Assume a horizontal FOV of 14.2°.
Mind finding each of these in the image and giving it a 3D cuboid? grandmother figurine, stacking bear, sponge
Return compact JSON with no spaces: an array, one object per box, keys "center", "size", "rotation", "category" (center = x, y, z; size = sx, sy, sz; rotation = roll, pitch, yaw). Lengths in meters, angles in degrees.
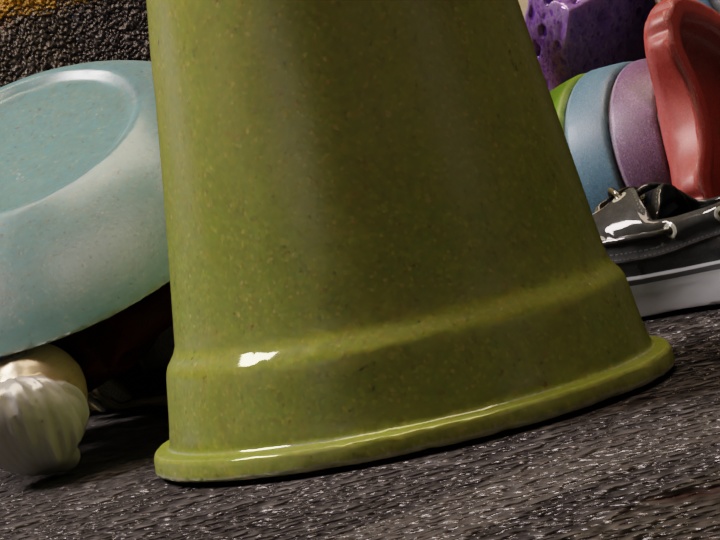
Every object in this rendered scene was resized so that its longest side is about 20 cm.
[{"center":[-0.103,0.016,1.190],"size":[0.121,0.061,0.200],"rotation":[-38,9,41],"category":"grandmother figurine"},{"center":[0.103,-0.038,1.398],"size":[0.199,0.122,0.114],"rotation":[-20,-17,34],"category":"stacking bear"},{"center":[0.155,-0.128,1.498],"size":[0.030,0.112,0.200],"rotation":[32,45,31],"category":"sponge"}]

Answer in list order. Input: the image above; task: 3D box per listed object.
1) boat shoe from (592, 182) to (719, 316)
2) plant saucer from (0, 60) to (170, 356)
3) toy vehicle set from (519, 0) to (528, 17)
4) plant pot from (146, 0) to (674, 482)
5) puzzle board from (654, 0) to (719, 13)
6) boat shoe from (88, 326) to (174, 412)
[{"center":[0.134,-0.012,1.260],"size":[0.199,0.057,0.069],"rotation":[-10,5,32],"category":"boat shoe"},{"center":[-0.134,-0.038,1.201],"size":[0.200,0.039,0.201],"rotation":[-16,33,11],"category":"plant saucer"},{"center":[0.034,-0.057,1.526],"size":[0.124,0.027,0.200],"rotation":[-21,-29,-19],"category":"toy vehicle set"},{"center":[0.001,-0.035,1.070],"size":[0.199,0.185,0.200],"rotation":[-13,4,1],"category":"plant pot"},{"center":[0.249,-0.100,1.469],"size":[0.199,0.151,0.017],"rotation":[-14,-5,-30],"category":"puzzle board"},{"center":[-0.096,0.032,1.299],"size":[0.200,0.073,0.063],"rotation":[-1,35,38],"category":"boat shoe"}]
